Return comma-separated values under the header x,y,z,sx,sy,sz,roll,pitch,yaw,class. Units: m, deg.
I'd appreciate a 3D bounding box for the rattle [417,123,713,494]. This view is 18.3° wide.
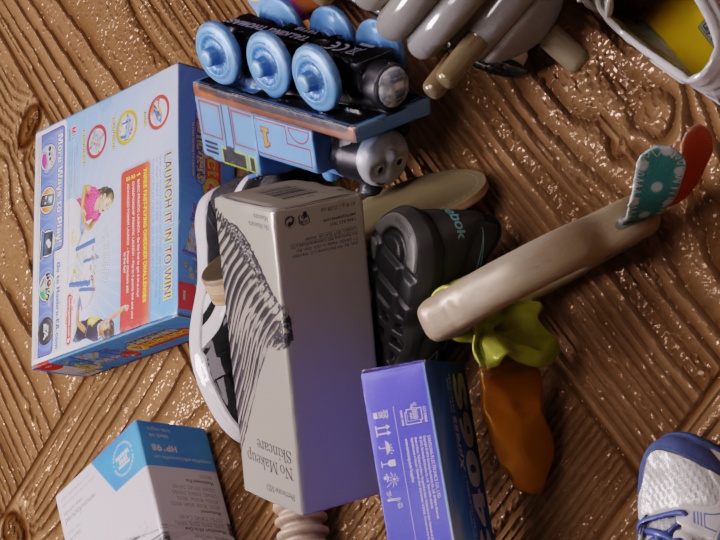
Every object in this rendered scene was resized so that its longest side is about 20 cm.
x,y,z,sx,sy,sz,roll,pitch,yaw,class
0.144,0.023,1.325,0.199,0.130,0.143,-26,69,14,rattle

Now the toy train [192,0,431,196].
x,y,z,sx,sy,sz,roll,pitch,yaw,class
-0.036,-0.117,1.527,0.200,0.087,0.115,19,126,46,toy train

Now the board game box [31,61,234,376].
x,y,z,sx,sy,sz,roll,pitch,yaw,class
-0.177,-0.035,1.732,0.195,0.056,0.201,-18,66,46,board game box

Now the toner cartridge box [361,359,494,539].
x,y,z,sx,sy,sz,roll,pitch,yaw,class
0.048,0.156,1.345,0.043,0.095,0.201,-11,84,17,toner cartridge box

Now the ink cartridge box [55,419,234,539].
x,y,z,sx,sy,sz,roll,pitch,yaw,class
-0.146,0.224,1.615,0.116,0.067,0.201,-43,51,35,ink cartridge box

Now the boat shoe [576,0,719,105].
x,y,z,sx,sy,sz,roll,pitch,yaw,class
0.165,-0.168,1.335,0.075,0.086,0.202,-54,45,25,boat shoe

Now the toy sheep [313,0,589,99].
x,y,z,sx,sy,sz,roll,pitch,yaw,class
0.056,-0.185,1.368,0.138,0.200,0.138,-49,8,9,toy sheep

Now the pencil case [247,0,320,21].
x,y,z,sx,sy,sz,roll,pitch,yaw,class
-0.089,-0.260,1.576,0.088,0.200,0.088,-31,26,17,pencil case

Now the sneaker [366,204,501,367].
x,y,z,sx,sy,sz,roll,pitch,yaw,class
0.038,0.042,1.447,0.075,0.079,0.200,52,140,35,sneaker

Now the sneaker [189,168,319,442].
x,y,z,sx,sy,sz,roll,pitch,yaw,class
-0.062,0.013,1.568,0.112,0.073,0.201,-30,58,41,sneaker

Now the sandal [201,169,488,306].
x,y,z,sx,sy,sz,roll,pitch,yaw,class
0.001,-0.003,1.504,0.211,0.070,0.078,-18,23,18,sandal

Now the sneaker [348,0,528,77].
x,y,z,sx,sy,sz,roll,pitch,yaw,class
0.055,-0.196,1.498,0.200,0.077,0.089,31,94,42,sneaker

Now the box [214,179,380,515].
x,y,z,sx,sy,sz,roll,pitch,yaw,class
-0.038,0.047,1.432,0.082,0.068,0.201,13,111,57,box

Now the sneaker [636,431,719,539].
x,y,z,sx,sy,sz,roll,pitch,yaw,class
0.176,0.180,1.228,0.075,0.088,0.201,-32,55,43,sneaker

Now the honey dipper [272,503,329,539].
x,y,z,sx,sy,sz,roll,pitch,yaw,class
-0.028,0.250,1.493,0.038,0.038,0.201,-30,60,42,honey dipper
